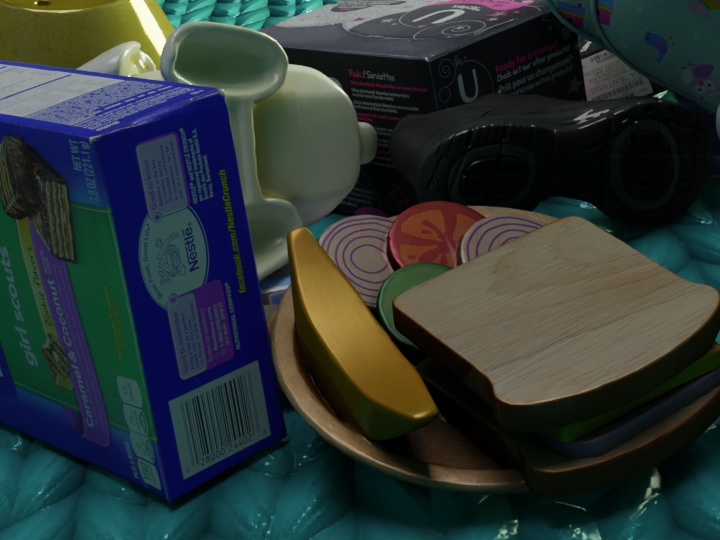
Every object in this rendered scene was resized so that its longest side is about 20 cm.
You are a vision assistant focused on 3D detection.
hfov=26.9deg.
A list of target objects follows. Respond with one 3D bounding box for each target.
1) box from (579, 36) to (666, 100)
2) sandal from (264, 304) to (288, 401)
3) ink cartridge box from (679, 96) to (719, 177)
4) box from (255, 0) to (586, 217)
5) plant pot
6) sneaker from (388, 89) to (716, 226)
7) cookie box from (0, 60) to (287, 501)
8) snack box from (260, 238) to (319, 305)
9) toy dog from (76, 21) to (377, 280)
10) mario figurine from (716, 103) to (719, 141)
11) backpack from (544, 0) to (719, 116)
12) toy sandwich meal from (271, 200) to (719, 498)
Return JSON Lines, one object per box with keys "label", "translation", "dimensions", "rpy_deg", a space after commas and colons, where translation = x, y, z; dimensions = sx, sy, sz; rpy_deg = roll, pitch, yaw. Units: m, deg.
{"label": "box", "translation": [0.250, -0.177, 1.038], "dimensions": [0.198, 0.050, 0.200], "rpy_deg": [-18, 13, 23]}
{"label": "sandal", "translation": [0.010, 0.024, 0.735], "dimensions": [0.199, 0.054, 0.080], "rpy_deg": [-2, 24, 22]}
{"label": "ink cartridge box", "translation": [0.272, -0.110, 0.957], "dimensions": [0.099, 0.039, 0.200], "rpy_deg": [6, 28, 35]}
{"label": "box", "translation": [0.031, -0.110, 0.971], "dimensions": [0.132, 0.115, 0.200], "rpy_deg": [-27, 27, -33]}
{"label": "plant pot", "translation": [-0.197, -0.127, 1.028], "dimensions": [0.199, 0.142, 0.200], "rpy_deg": [1, 31, -1]}
{"label": "sneaker", "translation": [0.108, -0.071, 0.842], "dimensions": [0.199, 0.076, 0.091], "rpy_deg": [-1, 23, -25]}
{"label": "cookie box", "translation": [-0.136, -0.003, 0.719], "dimensions": [0.075, 0.172, 0.200], "rpy_deg": [-24, 24, -36]}
{"label": "snack box", "translation": [0.000, 0.000, 0.837], "dimensions": [0.199, 0.024, 0.072], "rpy_deg": [-9, 21, 5]}
{"label": "toy dog", "translation": [-0.109, -0.077, 0.878], "dimensions": [0.200, 0.140, 0.194], "rpy_deg": [2, 20, 44]}
{"label": "mario figurine", "translation": [0.227, -0.031, 0.679], "dimensions": [0.106, 0.124, 0.200], "rpy_deg": [-25, 20, 25]}
{"label": "backpack", "translation": [0.198, -0.186, 0.847], "dimensions": [0.199, 0.176, 0.153], "rpy_deg": [26, 38, 16]}
{"label": "toy sandwich meal", "translation": [0.056, 0.018, 0.647], "dimensions": [0.204, 0.070, 0.206], "rpy_deg": [0, 39, 0]}
